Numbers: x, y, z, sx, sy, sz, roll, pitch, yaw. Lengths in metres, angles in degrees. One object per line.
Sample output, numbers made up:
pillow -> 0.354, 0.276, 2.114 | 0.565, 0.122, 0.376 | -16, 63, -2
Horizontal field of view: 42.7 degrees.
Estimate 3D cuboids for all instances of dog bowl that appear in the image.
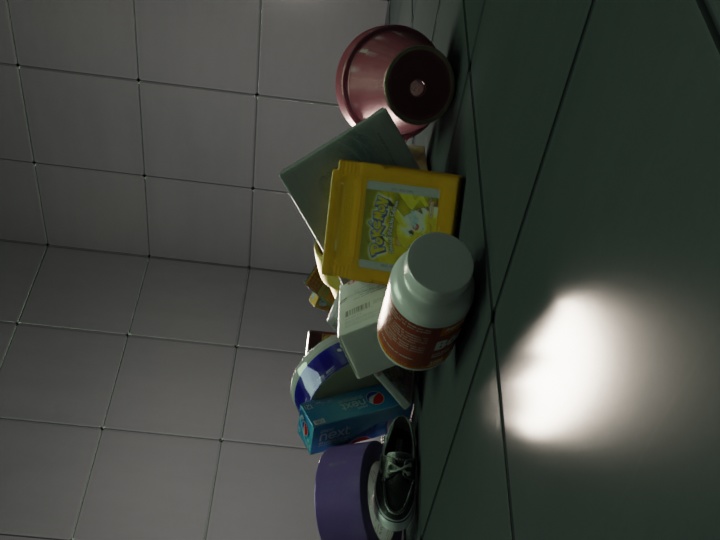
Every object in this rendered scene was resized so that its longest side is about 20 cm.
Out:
dog bowl -> -0.024, 0.214, 1.685 | 0.079, 0.197, 0.203 | 52, 143, 46

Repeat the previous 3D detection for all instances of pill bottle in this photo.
pill bottle -> 0.085, 0.040, 1.188 | 0.201, 0.110, 0.114 | 102, 173, -60

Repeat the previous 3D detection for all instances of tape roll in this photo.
tape roll -> 0.000, 0.393, 1.549 | 0.200, 0.084, 0.204 | -12, -90, -70

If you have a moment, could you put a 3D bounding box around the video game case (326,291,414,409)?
video game case -> 0.021, 0.132, 1.578 | 0.018, 0.200, 0.143 | -39, 9, 15

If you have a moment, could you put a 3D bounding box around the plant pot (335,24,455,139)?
plant pot -> 0.072, -0.320, 1.580 | 0.179, 0.196, 0.204 | -147, 63, -69

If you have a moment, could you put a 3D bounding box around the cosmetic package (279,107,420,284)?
cosmetic package -> 0.004, -0.120, 1.469 | 0.201, 0.198, 0.123 | 59, -175, -9

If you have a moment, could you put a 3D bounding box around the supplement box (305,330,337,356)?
supplement box -> -0.013, 0.191, 1.833 | 0.086, 0.196, 0.112 | 105, 171, -70

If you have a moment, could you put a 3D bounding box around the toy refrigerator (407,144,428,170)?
toy refrigerator -> 0.096, -0.169, 1.755 | 0.201, 0.069, 0.077 | -87, 1, -63

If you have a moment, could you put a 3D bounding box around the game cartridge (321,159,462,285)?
game cartridge -> 0.044, -0.066, 1.372 | 0.032, 0.196, 0.180 | -24, -59, -73

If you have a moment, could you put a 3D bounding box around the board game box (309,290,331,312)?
board game box -> 0.000, 0.000, 1.920 | 0.203, 0.151, 0.040 | -67, 25, 11

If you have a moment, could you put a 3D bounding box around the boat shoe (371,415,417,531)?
boat shoe -> 0.062, 0.324, 1.500 | 0.202, 0.070, 0.069 | -77, -4, -50

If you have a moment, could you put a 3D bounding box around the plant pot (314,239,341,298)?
plant pot -> 0.022, 0.020, 1.780 | 0.202, 0.197, 0.192 | -90, -8, -62

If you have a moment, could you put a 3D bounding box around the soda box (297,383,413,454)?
soda box -> -0.008, 0.258, 1.628 | 0.064, 0.197, 0.069 | 52, 143, 46

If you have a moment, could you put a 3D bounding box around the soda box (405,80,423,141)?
soda box -> 0.063, -0.275, 1.748 | 0.201, 0.068, 0.064 | -51, 15, 19

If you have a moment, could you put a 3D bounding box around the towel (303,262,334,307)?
towel -> -0.007, 0.026, 1.875 | 0.148, 0.199, 0.022 | -56, 26, -12

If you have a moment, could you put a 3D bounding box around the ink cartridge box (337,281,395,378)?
ink cartridge box -> 0.045, 0.066, 1.457 | 0.201, 0.144, 0.084 | -90, -23, -67
